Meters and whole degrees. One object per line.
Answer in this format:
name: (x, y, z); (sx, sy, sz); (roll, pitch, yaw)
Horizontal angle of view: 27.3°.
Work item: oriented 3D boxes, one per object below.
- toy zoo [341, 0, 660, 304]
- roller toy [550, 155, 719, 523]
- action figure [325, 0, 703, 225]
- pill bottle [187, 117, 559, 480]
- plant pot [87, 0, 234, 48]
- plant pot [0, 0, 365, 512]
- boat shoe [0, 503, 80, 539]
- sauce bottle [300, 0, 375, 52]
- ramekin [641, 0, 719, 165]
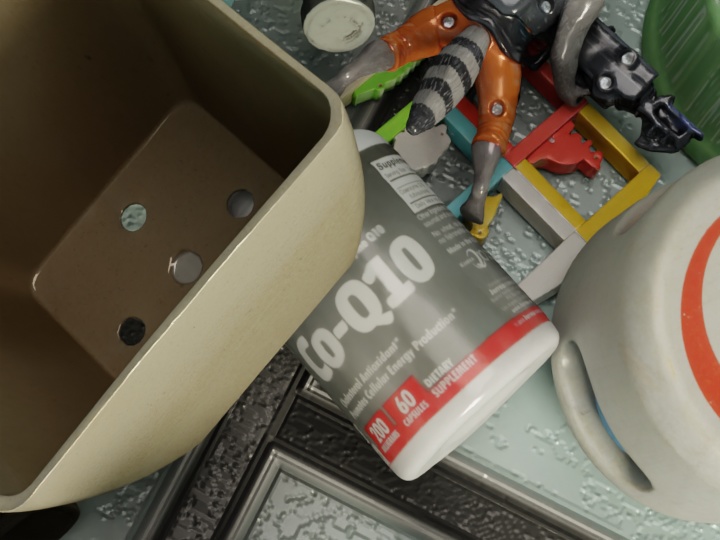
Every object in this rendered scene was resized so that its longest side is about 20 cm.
toy zoo: (0.082, -0.061, 0.864); (0.131, 0.020, 0.200); (-41, 79, -17)
roller toy: (0.199, 0.036, 0.778); (0.181, 0.140, 0.202); (20, 74, -9)
action figure: (0.100, -0.123, 0.825); (0.199, 0.105, 0.194); (36, 81, 11)
pill bottle: (0.000, 0.000, 0.784); (0.114, 0.114, 0.200); (-39, 78, -17)
plant pot: (-0.141, -0.184, 0.780); (0.198, 0.189, 0.201); (5, 47, -5)
plant pot: (-0.111, -0.021, 0.661); (0.199, 0.177, 0.200); (41, 89, 22)
boat shoe: (-0.193, 0.088, 0.688); (0.072, 0.200, 0.068); (-35, 71, -11)
sauce bottle: (-0.020, -0.210, 0.858); (0.065, 0.066, 0.202); (-3, 55, -7)
ramekin: (0.274, -0.145, 0.871); (0.197, 0.098, 0.202); (2, 70, -5)
